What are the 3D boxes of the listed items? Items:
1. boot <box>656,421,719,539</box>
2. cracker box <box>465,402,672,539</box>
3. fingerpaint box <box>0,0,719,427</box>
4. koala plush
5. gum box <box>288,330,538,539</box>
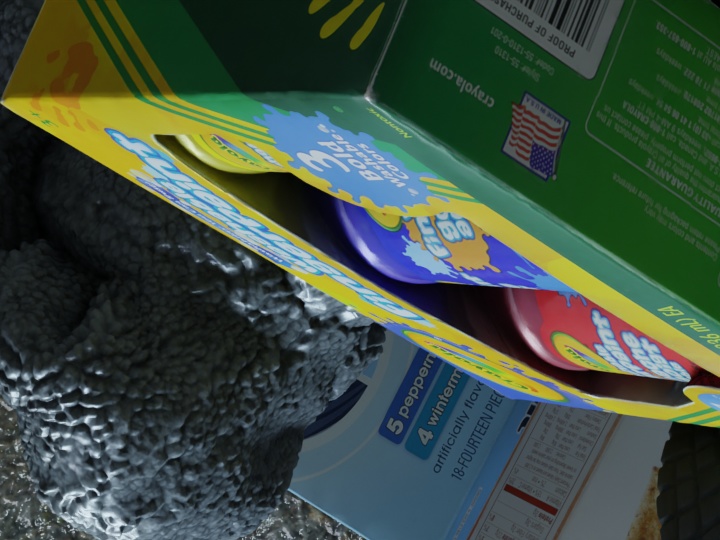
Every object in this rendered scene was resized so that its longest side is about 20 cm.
[{"bbox_3d":[0.154,0.061,0.713,0.132,0.070,0.200,39,-147,-25],"label":"boot"},{"bbox_3d":[0.122,0.084,0.834,0.134,0.200,0.058,30,177,-26],"label":"cracker box"},{"bbox_3d":[0.035,-0.027,0.615,0.200,0.073,0.167,31,165,-34],"label":"fingerpaint box"},{"bbox_3d":[-0.021,-0.017,0.780,0.177,0.200,0.184,43,-152,-43],"label":"koala plush"},{"bbox_3d":[0.000,0.000,0.911,0.200,0.170,0.045,29,-178,35],"label":"gum box"}]
